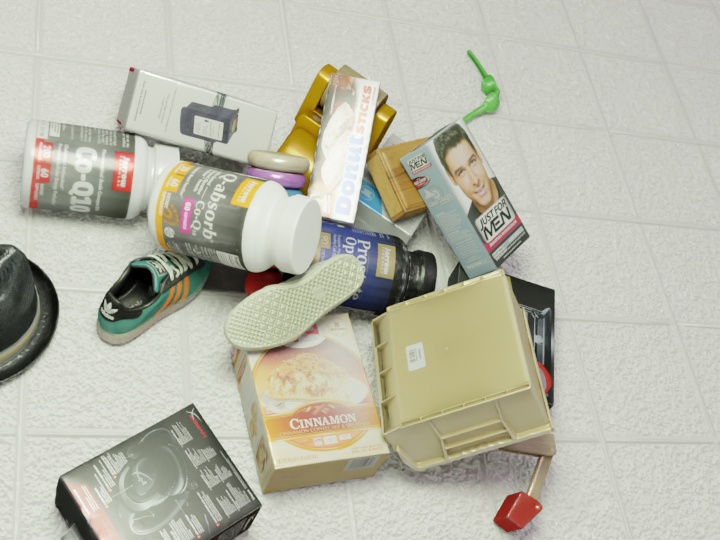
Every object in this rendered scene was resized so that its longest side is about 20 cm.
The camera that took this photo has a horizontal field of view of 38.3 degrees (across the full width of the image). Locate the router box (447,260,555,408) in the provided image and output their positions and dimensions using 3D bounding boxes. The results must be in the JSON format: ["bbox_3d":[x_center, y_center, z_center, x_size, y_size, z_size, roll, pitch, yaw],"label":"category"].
[{"bbox_3d":[0.196,0.097,1.472,0.155,0.052,0.203,17,51,-9],"label":"router box"}]

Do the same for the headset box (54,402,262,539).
[{"bbox_3d":[-0.234,0.265,1.156,0.198,0.078,0.149,-28,69,-34],"label":"headset box"}]

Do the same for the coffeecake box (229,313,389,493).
[{"bbox_3d":[-0.067,0.162,1.302,0.151,0.073,0.203,-4,57,-24],"label":"coffeecake box"}]

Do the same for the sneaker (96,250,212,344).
[{"bbox_3d":[-0.255,0.011,1.326,0.071,0.080,0.200,37,50,9],"label":"sneaker"}]

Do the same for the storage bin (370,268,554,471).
[{"bbox_3d":[0.123,0.126,1.317,0.195,0.094,0.202,-19,44,13],"label":"storage bin"}]

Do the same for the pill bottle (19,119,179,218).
[{"bbox_3d":[-0.344,-0.130,1.370,0.196,0.114,0.116,6,54,-18],"label":"pill bottle"}]

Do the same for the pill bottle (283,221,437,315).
[{"bbox_3d":[0.000,0.000,1.422,0.196,0.112,0.113,10,52,-15],"label":"pill bottle"}]

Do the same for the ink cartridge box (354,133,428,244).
[{"bbox_3d":[0.059,-0.125,1.566,0.115,0.067,0.201,33,50,2],"label":"ink cartridge box"}]

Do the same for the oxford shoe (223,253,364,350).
[{"bbox_3d":[-0.084,0.042,1.304,0.198,0.058,0.076,-30,98,-22],"label":"oxford shoe"}]

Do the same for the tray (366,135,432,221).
[{"bbox_3d":[0.104,-0.144,1.521,0.198,0.037,0.100,-19,82,-41],"label":"tray"}]

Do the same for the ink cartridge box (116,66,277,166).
[{"bbox_3d":[-0.228,-0.213,1.439,0.197,0.086,0.145,15,7,-20],"label":"ink cartridge box"}]

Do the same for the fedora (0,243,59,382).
[{"bbox_3d":[-0.448,0.034,1.221,0.197,0.092,0.203,11,53,-15],"label":"fedora"}]

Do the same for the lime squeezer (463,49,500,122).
[{"bbox_3d":[0.208,-0.307,1.789,0.069,0.038,0.202,-1,51,16],"label":"lime squeezer"}]

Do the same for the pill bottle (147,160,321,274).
[{"bbox_3d":[-0.156,-0.063,1.294,0.196,0.118,0.117,13,48,17],"label":"pill bottle"}]

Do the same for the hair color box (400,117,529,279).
[{"bbox_3d":[0.151,-0.103,1.477,0.099,0.060,0.202,-39,101,-41],"label":"hair color box"}]

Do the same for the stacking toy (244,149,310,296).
[{"bbox_3d":[-0.122,-0.055,1.384,0.084,0.204,0.085,8,8,-1],"label":"stacking toy"}]

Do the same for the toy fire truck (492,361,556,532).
[{"bbox_3d":[0.206,0.219,1.350,0.141,0.049,0.201,41,66,0],"label":"toy fire truck"}]

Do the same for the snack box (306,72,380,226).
[{"bbox_3d":[-0.025,-0.166,1.418,0.070,0.024,0.204,10,80,0],"label":"snack box"}]

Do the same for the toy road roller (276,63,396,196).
[{"bbox_3d":[-0.051,-0.180,1.477,0.122,0.202,0.146,34,28,4],"label":"toy road roller"}]
